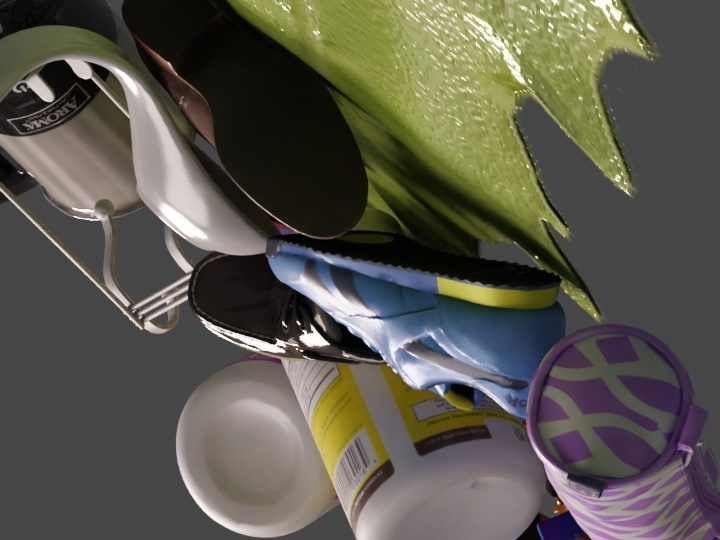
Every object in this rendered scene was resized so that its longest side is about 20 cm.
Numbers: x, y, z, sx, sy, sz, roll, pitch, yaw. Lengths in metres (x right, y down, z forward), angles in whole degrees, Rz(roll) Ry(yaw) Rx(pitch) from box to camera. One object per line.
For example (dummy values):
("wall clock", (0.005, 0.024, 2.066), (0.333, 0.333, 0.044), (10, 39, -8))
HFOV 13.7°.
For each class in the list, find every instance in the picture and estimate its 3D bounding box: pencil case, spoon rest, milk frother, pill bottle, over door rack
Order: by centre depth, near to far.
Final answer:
("pencil case", (0.134, 0.086, 1.447), (0.085, 0.084, 0.200), (9, 167, 14))
("spoon rest", (-0.111, -0.069, 1.559), (0.200, 0.061, 0.099), (32, -168, -38))
("pill bottle", (0.020, 0.063, 1.663), (0.109, 0.109, 0.200), (49, -166, -53))
("over door rack", (-0.144, -0.055, 1.773), (0.200, 0.067, 0.148), (37, 141, -22))
("pill bottle", (-0.029, 0.090, 1.814), (0.104, 0.104, 0.200), (41, -161, 9))
("milk frother", (-0.220, -0.154, 1.872), (0.188, 0.180, 0.201), (50, -147, -56))

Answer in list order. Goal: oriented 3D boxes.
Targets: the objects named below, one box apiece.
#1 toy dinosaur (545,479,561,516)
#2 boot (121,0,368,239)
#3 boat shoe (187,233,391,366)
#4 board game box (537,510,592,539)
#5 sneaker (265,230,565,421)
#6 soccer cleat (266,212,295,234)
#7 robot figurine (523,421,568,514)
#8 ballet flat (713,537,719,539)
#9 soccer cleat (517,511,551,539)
("toy dinosaur", (0.133, 0.129, 1.946), (0.088, 0.047, 0.200), (57, 173, -8))
("boot", (-0.037, -0.055, 1.579), (0.187, 0.064, 0.200), (52, 177, 25))
("boat shoe", (-0.008, 0.014, 1.588), (0.199, 0.073, 0.065), (5, 172, 25))
("board game box", (0.162, 0.234, 1.679), (0.200, 0.045, 0.135), (64, -177, -53))
("sneaker", (0.021, 0.026, 1.489), (0.066, 0.079, 0.200), (-10, -162, -41))
("soccer cleat", (0.000, 0.000, 1.785), (0.200, 0.068, 0.073), (31, 145, 34))
("robot figurine", (0.142, 0.124, 1.754), (0.145, 0.058, 0.200), (41, 175, 31))
("ballet flat", (0.205, 0.178, 1.673), (0.069, 0.071, 0.200), (38, 173, 39))
("soccer cleat", (0.105, 0.192, 1.862), (0.200, 0.070, 0.087), (45, 143, 43))
